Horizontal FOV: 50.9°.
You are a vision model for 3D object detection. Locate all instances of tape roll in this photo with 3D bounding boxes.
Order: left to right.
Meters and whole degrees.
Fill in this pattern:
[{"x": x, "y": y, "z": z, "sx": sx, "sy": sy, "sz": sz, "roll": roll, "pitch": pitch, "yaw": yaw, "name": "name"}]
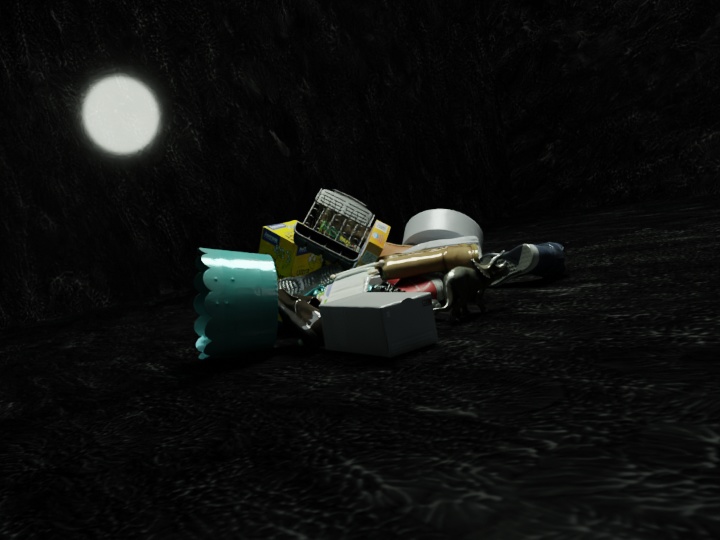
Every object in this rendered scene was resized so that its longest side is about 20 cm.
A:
[{"x": 0.200, "y": -0.059, "z": 1.846, "sx": 0.196, "sy": 0.067, "sz": 0.202, "roll": 8, "pitch": -35, "yaw": 6, "name": "tape roll"}]

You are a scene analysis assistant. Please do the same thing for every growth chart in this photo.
[{"x": -0.040, "y": 0.059, "z": 1.432, "sx": 0.143, "sy": 0.018, "sz": 0.201, "roll": -14, "pitch": 35, "yaw": 31, "name": "growth chart"}]

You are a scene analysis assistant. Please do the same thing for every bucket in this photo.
[{"x": -0.232, "y": 0.061, "z": 1.391, "sx": 0.132, "sy": 0.212, "sz": 0.207, "roll": 0, "pitch": 2, "yaw": -18, "name": "bucket"}]

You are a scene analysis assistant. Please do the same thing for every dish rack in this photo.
[{"x": -0.051, "y": -0.102, "z": 1.640, "sx": 0.202, "sy": 0.152, "sz": 0.055, "roll": -65, "pitch": 3, "yaw": -41, "name": "dish rack"}]

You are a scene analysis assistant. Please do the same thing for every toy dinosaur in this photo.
[{"x": 0.183, "y": 0.033, "z": 1.368, "sx": 0.198, "sy": 0.104, "sz": 0.076, "roll": -13, "pitch": 6, "yaw": -36, "name": "toy dinosaur"}]

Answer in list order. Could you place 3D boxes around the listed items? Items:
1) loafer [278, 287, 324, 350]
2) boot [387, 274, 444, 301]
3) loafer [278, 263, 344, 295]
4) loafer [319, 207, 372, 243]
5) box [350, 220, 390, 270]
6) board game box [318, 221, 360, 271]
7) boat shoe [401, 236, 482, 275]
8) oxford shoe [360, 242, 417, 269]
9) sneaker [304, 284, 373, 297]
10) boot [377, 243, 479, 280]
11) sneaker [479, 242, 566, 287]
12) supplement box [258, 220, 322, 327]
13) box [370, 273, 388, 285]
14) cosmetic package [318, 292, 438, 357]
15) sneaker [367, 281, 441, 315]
[{"x": -0.102, "y": 0.080, "z": 1.387, "sx": 0.071, "sy": 0.074, "sz": 0.200, "roll": -34, "pitch": 34, "yaw": -13, "name": "loafer"}, {"x": 0.073, "y": 0.047, "z": 1.645, "sx": 0.142, "sy": 0.074, "sz": 0.199, "roll": -14, "pitch": 10, "yaw": -23, "name": "boot"}, {"x": -0.117, "y": 0.052, "z": 1.602, "sx": 0.197, "sy": 0.070, "sz": 0.076, "roll": -17, "pitch": 47, "yaw": 13, "name": "loafer"}, {"x": -0.017, "y": -0.109, "z": 1.777, "sx": 0.075, "sy": 0.069, "sz": 0.199, "roll": 10, "pitch": -6, "yaw": 34, "name": "loafer"}, {"x": 0.000, "y": 0.000, "z": 1.656, "sx": 0.041, "sy": 0.202, "sz": 0.119, "roll": 28, "pitch": 27, "yaw": -4, "name": "box"}, {"x": -0.060, "y": -0.044, "z": 1.760, "sx": 0.024, "sy": 0.104, "sz": 0.200, "roll": -55, "pitch": -2, "yaw": -19, "name": "board game box"}, {"x": 0.185, "y": -0.024, "z": 1.717, "sx": 0.196, "sy": 0.071, "sz": 0.071, "roll": -9, "pitch": -23, "yaw": -17, "name": "boat shoe"}, {"x": 0.056, "y": -0.028, "z": 1.812, "sx": 0.197, "sy": 0.073, "sz": 0.071, "roll": -6, "pitch": 11, "yaw": 35, "name": "oxford shoe"}, {"x": -0.062, "y": 0.068, "z": 1.528, "sx": 0.197, "sy": 0.080, "sz": 0.078, "roll": -15, "pitch": 41, "yaw": 10, "name": "sneaker"}, {"x": 0.141, "y": -0.011, "z": 1.588, "sx": 0.196, "sy": 0.067, "sz": 0.175, "roll": -8, "pitch": 4, "yaw": -4, "name": "boot"}, {"x": 0.361, "y": -0.012, "z": 1.675, "sx": 0.144, "sy": 0.078, "sz": 0.201, "roll": -3, "pitch": -8, "yaw": -33, "name": "sneaker"}, {"x": -0.163, "y": 0.005, "z": 1.702, "sx": 0.109, "sy": 0.203, "sz": 0.108, "roll": 27, "pitch": 26, "yaw": 31, "name": "supplement box"}, {"x": 0.031, "y": 0.040, "z": 1.844, "sx": 0.196, "sy": 0.061, "sz": 0.117, "roll": -12, "pitch": 5, "yaw": -7, "name": "box"}, {"x": 0.026, "y": 0.085, "z": 1.241, "sx": 0.105, "sy": 0.092, "sz": 0.199, "roll": -13, "pitch": 9, "yaw": -31, "name": "cosmetic package"}, {"x": 0.057, "y": 0.064, "z": 1.432, "sx": 0.197, "sy": 0.081, "sz": 0.075, "roll": -6, "pitch": 6, "yaw": 29, "name": "sneaker"}]
